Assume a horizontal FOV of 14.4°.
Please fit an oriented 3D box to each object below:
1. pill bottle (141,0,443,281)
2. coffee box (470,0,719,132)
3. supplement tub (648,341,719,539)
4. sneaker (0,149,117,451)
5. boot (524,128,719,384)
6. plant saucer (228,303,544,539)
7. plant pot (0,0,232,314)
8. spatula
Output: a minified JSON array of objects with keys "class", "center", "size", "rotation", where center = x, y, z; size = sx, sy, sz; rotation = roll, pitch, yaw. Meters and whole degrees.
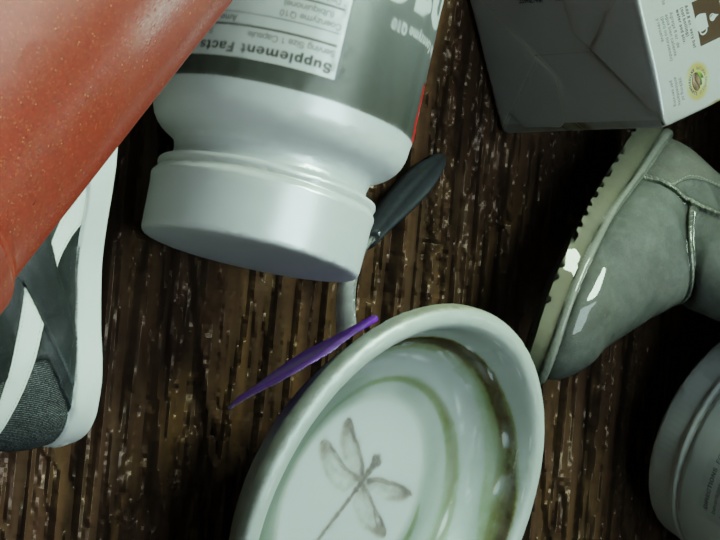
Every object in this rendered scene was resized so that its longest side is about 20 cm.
[{"class":"pill bottle","center":[-0.024,-0.103,1.218],"size":[0.114,0.114,0.201],"rotation":[19,80,-39]},{"class":"coffee box","center":[0.165,-0.136,1.377],"size":[0.199,0.114,0.080],"rotation":[-26,108,-36]},{"class":"supplement tub","center":[0.253,0.120,1.385],"size":[0.131,0.200,0.133],"rotation":[-24,131,-32]},{"class":"sneaker","center":[-0.159,-0.023,1.133],"size":[0.111,0.073,0.201],"rotation":[-6,97,-41]},{"class":"boot","center":[0.193,0.022,1.351],"size":[0.199,0.073,0.182],"rotation":[29,56,5]},{"class":"plant saucer","center":[0.001,0.103,1.269],"size":[0.200,0.050,0.201],"rotation":[-26,127,-40]},{"class":"plant pot","center":[-0.160,-0.086,1.033],"size":[0.195,0.200,0.201],"rotation":[-48,120,-20]},{"class":"spatula","center":[0.000,0.000,1.260],"size":[0.021,0.056,0.200],"rotation":[50,39,-15]}]
